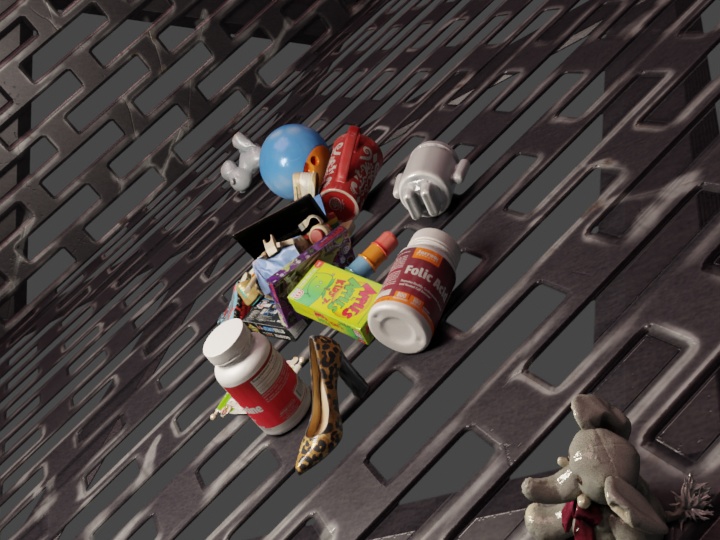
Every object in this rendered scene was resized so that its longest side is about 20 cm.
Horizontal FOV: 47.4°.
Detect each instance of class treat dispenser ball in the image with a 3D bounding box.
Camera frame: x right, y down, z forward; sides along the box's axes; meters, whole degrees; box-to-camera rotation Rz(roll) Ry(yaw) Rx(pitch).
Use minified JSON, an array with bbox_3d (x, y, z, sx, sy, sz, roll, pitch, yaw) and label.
[{"bbox_3d":[-0.177,-0.294,2.227,0.199,0.202,0.202,-31,26,17],"label":"treat dispenser ball"}]

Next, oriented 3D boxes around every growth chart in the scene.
[{"bbox_3d":[-0.198,0.228,1.605,0.198,0.018,0.146,-15,36,40],"label":"growth chart"}]

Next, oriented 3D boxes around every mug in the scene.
[{"bbox_3d":[-0.040,-0.234,1.973,0.131,0.179,0.202,-8,41,28],"label":"mug"}]

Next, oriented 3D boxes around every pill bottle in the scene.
[{"bbox_3d":[-0.181,0.183,1.425,0.111,0.201,0.113,-26,31,17],"label":"pill bottle"},{"bbox_3d":[0.098,0.030,1.396,0.113,0.115,0.202,-15,35,42],"label":"pill bottle"}]

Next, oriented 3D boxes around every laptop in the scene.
[{"bbox_3d":[-0.177,-0.121,1.781,0.185,0.200,0.117,-28,64,4],"label":"laptop"}]

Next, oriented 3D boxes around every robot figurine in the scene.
[{"bbox_3d":[0.144,-0.191,1.699,0.166,0.114,0.202,-6,38,26],"label":"robot figurine"}]

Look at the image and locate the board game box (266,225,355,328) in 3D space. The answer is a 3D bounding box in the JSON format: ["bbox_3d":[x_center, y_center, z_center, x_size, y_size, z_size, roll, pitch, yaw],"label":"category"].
[{"bbox_3d":[-0.092,0.013,1.643,0.199,0.121,0.032,-38,47,-25],"label":"board game box"}]

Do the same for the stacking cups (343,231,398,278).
[{"bbox_3d":[0.000,0.000,1.656,0.200,0.061,0.060,-45,25,-14],"label":"stacking cups"}]

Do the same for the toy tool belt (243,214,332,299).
[{"bbox_3d":[-0.150,-0.020,1.693,0.199,0.126,0.123,-37,-3,24],"label":"toy tool belt"}]

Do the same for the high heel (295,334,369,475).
[{"bbox_3d":[-0.079,0.210,1.312,0.071,0.143,0.201,-7,40,49],"label":"high heel"}]

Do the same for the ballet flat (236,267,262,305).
[{"bbox_3d":[-0.235,0.019,1.890,0.069,0.063,0.200,-48,5,17],"label":"ballet flat"}]

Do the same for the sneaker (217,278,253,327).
[{"bbox_3d":[-0.293,0.097,1.887,0.095,0.080,0.201,-31,26,23],"label":"sneaker"}]

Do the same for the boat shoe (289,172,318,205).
[{"bbox_3d":[-0.140,-0.146,1.952,0.068,0.203,0.074,10,33,3],"label":"boat shoe"}]

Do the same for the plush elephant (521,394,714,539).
[{"bbox_3d":[0.236,0.226,0.818,0.198,0.155,0.166,-33,25,16],"label":"plush elephant"}]

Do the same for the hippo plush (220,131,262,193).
[{"bbox_3d":[-0.364,-0.333,2.684,0.199,0.159,0.162,36,95,23],"label":"hippo plush"}]

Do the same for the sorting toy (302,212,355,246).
[{"bbox_3d":[-0.128,-0.060,1.848,0.196,0.071,0.201,-21,19,20],"label":"sorting toy"}]

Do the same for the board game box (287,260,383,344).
[{"bbox_3d":[-0.034,0.056,1.544,0.198,0.048,0.102,20,61,40],"label":"board game box"}]

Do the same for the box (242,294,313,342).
[{"bbox_3d":[-0.152,0.072,1.765,0.160,0.046,0.198,-51,27,-23],"label":"box"}]
